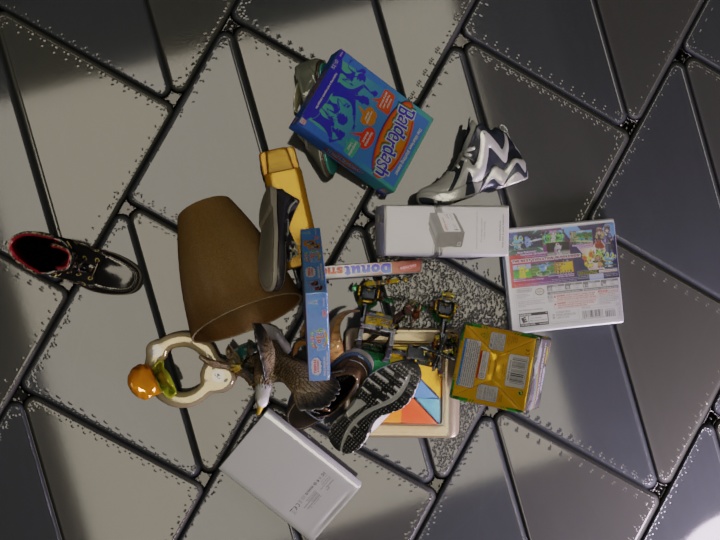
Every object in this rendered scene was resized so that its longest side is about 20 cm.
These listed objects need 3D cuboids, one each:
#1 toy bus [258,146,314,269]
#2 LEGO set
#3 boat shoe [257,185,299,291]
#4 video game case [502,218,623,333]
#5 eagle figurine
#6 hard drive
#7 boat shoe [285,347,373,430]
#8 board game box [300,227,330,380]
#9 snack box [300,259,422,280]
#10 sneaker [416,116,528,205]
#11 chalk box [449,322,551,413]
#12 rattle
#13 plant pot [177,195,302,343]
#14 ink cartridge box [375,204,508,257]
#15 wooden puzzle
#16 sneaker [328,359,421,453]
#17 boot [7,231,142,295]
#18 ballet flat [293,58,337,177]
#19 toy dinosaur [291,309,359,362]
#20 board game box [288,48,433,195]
[{"bbox_3d":[-0.118,-0.104,1.571,0.065,0.078,0.200,-12,90,-5],"label":"toy bus"},{"bbox_3d":[0.072,0.081,1.544,0.200,0.116,0.154,18,69,3],"label":"LEGO set"},{"bbox_3d":[-0.118,-0.048,1.457,0.063,0.073,0.200,15,45,-22],"label":"boat shoe"},{"bbox_3d":[0.347,0.009,1.640,0.200,0.023,0.183,-6,90,-4],"label":"video game case"},{"bbox_3d":[-0.134,0.152,1.478,0.152,0.200,0.151,-13,86,-37],"label":"eagle figurine"},{"bbox_3d":[-0.117,0.340,1.579,0.200,0.026,0.132,39,99,-3],"label":"hard drive"},{"bbox_3d":[-0.063,0.201,1.537,0.072,0.072,0.200,41,120,-2],"label":"boat shoe"},{"bbox_3d":[-0.069,0.048,1.444,0.037,0.200,0.152,-3,119,-5],"label":"board game box"},{"bbox_3d":[0.000,0.000,1.583,0.200,0.072,0.024,-4,88,-5],"label":"snack box"},{"bbox_3d":[0.174,-0.187,1.599,0.199,0.079,0.130,-17,89,-5],"label":"sneaker"},{"bbox_3d":[0.234,0.157,1.551,0.124,0.200,0.125,10,87,18],"label":"chalk box"},{"bbox_3d":[-0.256,0.157,1.530,0.200,0.143,0.130,4,70,1],"label":"rattle"},{"bbox_3d":[-0.217,-0.011,1.524,0.186,0.186,0.200,-23,78,-5],"label":"plant pot"},{"bbox_3d":[0.129,-0.063,1.559,0.200,0.145,0.084,0,91,-5],"label":"ink cartridge box"},{"bbox_3d":[0.071,0.190,1.605,0.200,0.037,0.185,1,89,-5],"label":"wooden puzzle"},{"bbox_3d":[0.025,0.206,1.525,0.074,0.080,0.200,45,115,2],"label":"sneaker"},{"bbox_3d":[-0.453,-0.012,1.504,0.200,0.151,0.073,24,87,-4],"label":"boot"},{"bbox_3d":[-0.078,-0.252,1.593,0.064,0.067,0.200,-5,89,22],"label":"ballet flat"},{"bbox_3d":[-0.052,0.117,1.568,0.106,0.060,0.200,15,125,13],"label":"toy dinosaur"},{"bbox_3d":[0.004,-0.241,1.562,0.200,0.045,0.152,33,73,-19],"label":"board game box"}]
